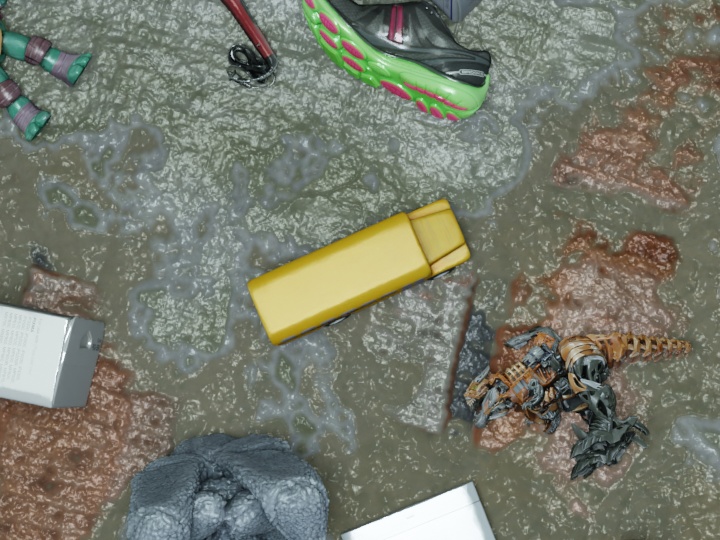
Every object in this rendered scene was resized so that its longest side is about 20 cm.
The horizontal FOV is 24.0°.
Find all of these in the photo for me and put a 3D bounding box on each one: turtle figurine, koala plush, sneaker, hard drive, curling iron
[{"bbox_3d":[-0.358,-0.218,1.573,0.199,0.101,0.150,35,102,-10],"label":"turtle figurine"},{"bbox_3d":[-0.116,0.262,1.505,0.175,0.184,0.202,-11,105,-10],"label":"koala plush"},{"bbox_3d":[0.033,-0.215,1.575,0.199,0.077,0.084,31,70,2],"label":"sneaker"},{"bbox_3d":[0.078,0.310,1.539,0.131,0.027,0.202,-22,84,0],"label":"hard drive"},{"bbox_3d":[-0.136,-0.260,1.601,0.049,0.026,0.201,-26,84,-3],"label":"curling iron"}]

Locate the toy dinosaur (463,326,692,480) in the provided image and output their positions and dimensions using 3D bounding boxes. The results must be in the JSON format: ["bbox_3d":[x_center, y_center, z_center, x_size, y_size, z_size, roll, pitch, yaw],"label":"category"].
[{"bbox_3d":[0.197,0.104,1.524,0.199,0.102,0.137,-28,66,21],"label":"toy dinosaur"}]

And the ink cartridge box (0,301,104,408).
[{"bbox_3d":[-0.346,0.066,1.521,0.198,0.147,0.084,11,86,4],"label":"ink cartridge box"}]

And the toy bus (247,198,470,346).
[{"bbox_3d":[0.000,0.000,1.545,0.198,0.078,0.066,-24,84,0],"label":"toy bus"}]

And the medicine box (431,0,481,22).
[{"bbox_3d":[0.081,-0.368,1.563,0.182,0.103,0.200,-45,85,-2],"label":"medicine box"}]
